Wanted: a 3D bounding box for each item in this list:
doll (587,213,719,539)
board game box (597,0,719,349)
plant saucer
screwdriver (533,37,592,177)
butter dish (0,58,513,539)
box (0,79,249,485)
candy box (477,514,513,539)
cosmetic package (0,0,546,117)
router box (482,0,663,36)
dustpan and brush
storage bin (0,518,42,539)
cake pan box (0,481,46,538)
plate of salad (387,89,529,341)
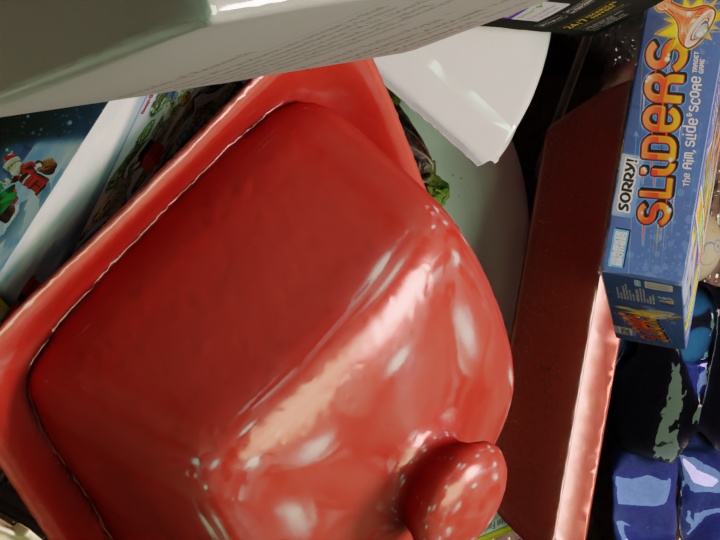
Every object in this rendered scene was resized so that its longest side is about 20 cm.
[{"bbox_3d":[0.158,0.064,1.413,0.136,0.048,0.200,-12,108,-26],"label":"doll"},{"bbox_3d":[0.131,-0.047,1.219,0.200,0.034,0.136,55,45,-79],"label":"board game box"},{"bbox_3d":[0.090,0.029,1.271,0.200,0.037,0.200,46,54,-80],"label":"plant saucer"},{"bbox_3d":[0.117,-0.135,1.317,0.029,0.028,0.200,14,94,-14],"label":"screwdriver"},{"bbox_3d":[-0.011,0.049,1.036,0.199,0.148,0.200,-45,147,-16],"label":"butter dish"},{"bbox_3d":[-0.096,-0.019,1.048,0.200,0.038,0.137,-58,157,-3],"label":"box"},{"bbox_3d":[-0.010,0.095,1.296,0.200,0.026,0.102,-17,114,-35],"label":"candy box"},{"bbox_3d":[-0.029,-0.152,0.904,0.200,0.166,0.168,-12,89,-36],"label":"cosmetic package"},{"bbox_3d":[0.031,-0.195,1.112,0.157,0.052,0.200,3,74,-35],"label":"router box"},{"bbox_3d":[0.039,-0.145,1.179,0.140,0.057,0.200,40,63,-9],"label":"dustpan and brush"},{"bbox_3d":[-0.160,0.138,1.069,0.094,0.200,0.199,-54,131,-13],"label":"storage bin"},{"bbox_3d":[-0.060,0.044,1.199,0.200,0.052,0.184,33,79,-36],"label":"cake pan box"},{"bbox_3d":[0.000,0.000,1.177,0.200,0.048,0.200,-8,103,-37],"label":"plate of salad"}]
